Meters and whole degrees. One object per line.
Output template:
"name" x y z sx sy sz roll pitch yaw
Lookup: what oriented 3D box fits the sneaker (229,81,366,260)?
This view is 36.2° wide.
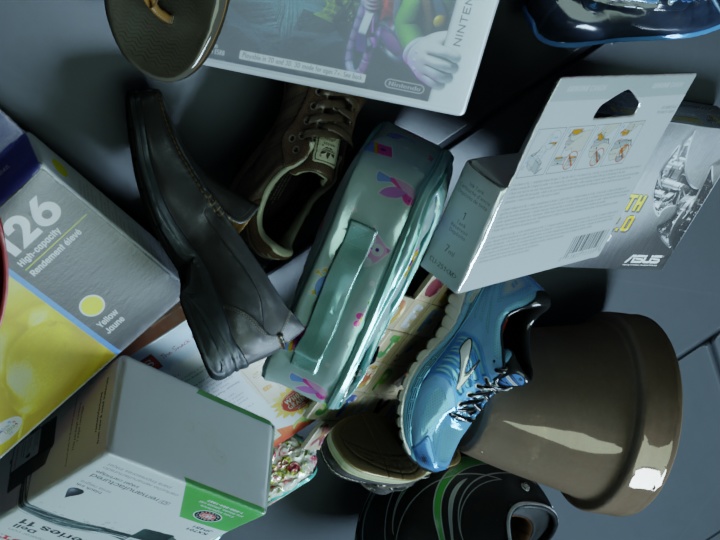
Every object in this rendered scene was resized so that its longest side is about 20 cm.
"sneaker" -0.025 -0.097 0.764 0.070 0.076 0.200 14 111 -34

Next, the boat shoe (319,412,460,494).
"boat shoe" 0.022 0.174 1.005 0.065 0.073 0.200 -41 152 23

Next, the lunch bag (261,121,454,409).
"lunch bag" 0.000 0.000 0.812 0.077 0.160 0.201 23 110 0

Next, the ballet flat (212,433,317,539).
"ballet flat" -0.132 0.210 1.029 0.200 0.076 0.064 -35 108 -3

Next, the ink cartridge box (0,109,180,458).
"ink cartridge box" -0.252 0.011 0.745 0.198 0.047 0.200 -40 128 9

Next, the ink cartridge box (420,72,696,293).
"ink cartridge box" 0.149 -0.077 0.818 0.200 0.044 0.174 -12 133 -47

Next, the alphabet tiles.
"alphabet tiles" 0.029 0.083 0.986 0.200 0.006 0.166 -54 152 9

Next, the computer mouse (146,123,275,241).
"computer mouse" -0.124 -0.038 0.819 0.200 0.034 0.059 -42 127 2

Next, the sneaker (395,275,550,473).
"sneaker" 0.100 0.088 0.957 0.078 0.090 0.201 14 102 -53

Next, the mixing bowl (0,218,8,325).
"mixing bowl" -0.292 -0.016 0.645 0.199 0.108 0.201 0 104 -2

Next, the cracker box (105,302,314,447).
"cracker box" -0.117 0.081 0.910 0.134 0.058 0.200 -32 140 -2

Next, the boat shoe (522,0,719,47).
"boat shoe" 0.221 -0.211 0.814 0.199 0.084 0.069 -19 148 -18

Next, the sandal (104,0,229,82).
"sandal" -0.104 -0.198 0.625 0.082 0.055 0.200 29 123 2

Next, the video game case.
"video game case" -0.008 -0.196 0.674 0.199 0.023 0.182 10 123 -8

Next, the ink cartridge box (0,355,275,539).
"ink cartridge box" -0.186 0.162 0.859 0.146 0.083 0.200 29 136 -32

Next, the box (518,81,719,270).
"box" 0.222 -0.077 0.971 0.199 0.048 0.159 2 128 -33

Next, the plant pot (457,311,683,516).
"plant pot" 0.182 0.127 1.062 0.174 0.201 0.201 10 126 -14

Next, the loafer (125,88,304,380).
"loafer" -0.102 -0.031 0.740 0.072 0.073 0.201 -21 95 -10

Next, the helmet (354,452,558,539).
"helmet" 0.095 0.274 1.123 0.199 0.191 0.200 12 144 9
